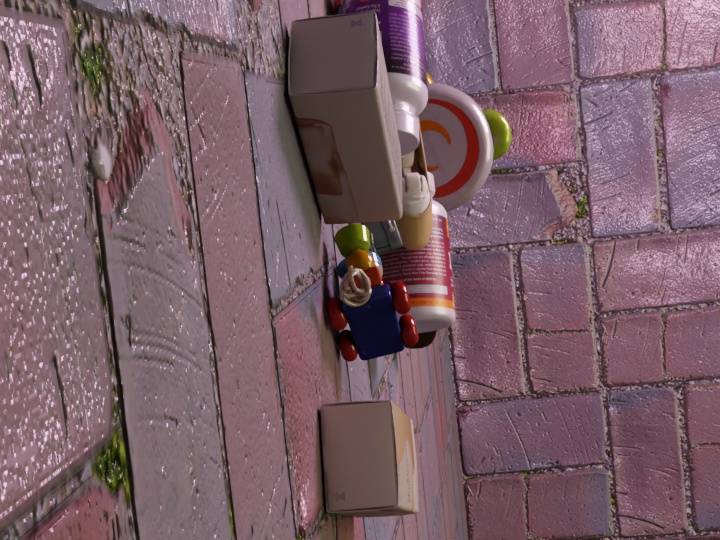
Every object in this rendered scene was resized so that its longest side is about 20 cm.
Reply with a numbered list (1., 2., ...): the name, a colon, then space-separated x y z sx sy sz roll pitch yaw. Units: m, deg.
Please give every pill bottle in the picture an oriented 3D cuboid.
1. pill bottle: 0.063 -0.025 1.682 0.113 0.111 0.203 56 29 -76
2. pill bottle: 0.025 -0.243 1.547 0.112 0.110 0.202 66 20 -69

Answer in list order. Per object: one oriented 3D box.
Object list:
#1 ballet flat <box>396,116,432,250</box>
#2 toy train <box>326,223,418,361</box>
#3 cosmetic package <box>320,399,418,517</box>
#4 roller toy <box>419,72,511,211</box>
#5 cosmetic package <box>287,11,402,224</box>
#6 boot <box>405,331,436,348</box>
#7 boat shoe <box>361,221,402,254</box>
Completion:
1. ballet flat: 0.054 -0.128 1.617 0.063 0.068 0.202 122 -40 -70
2. toy train: 0.000 0.000 1.316 0.201 0.084 0.117 73 3 -58
3. cosmetic package: 0.012 0.191 1.274 0.200 0.070 0.107 54 32 -77
4. roller toy: 0.102 -0.178 1.858 0.184 0.199 0.140 -61 177 9
5. cosmetic package: -0.012 -0.146 1.268 0.201 0.086 0.104 77 11 -53
6. boot: 0.075 0.006 1.951 0.156 0.071 0.201 -92 172 -46
7. boat shoe: 0.018 -0.114 1.595 0.073 0.061 0.202 65 21 -69
